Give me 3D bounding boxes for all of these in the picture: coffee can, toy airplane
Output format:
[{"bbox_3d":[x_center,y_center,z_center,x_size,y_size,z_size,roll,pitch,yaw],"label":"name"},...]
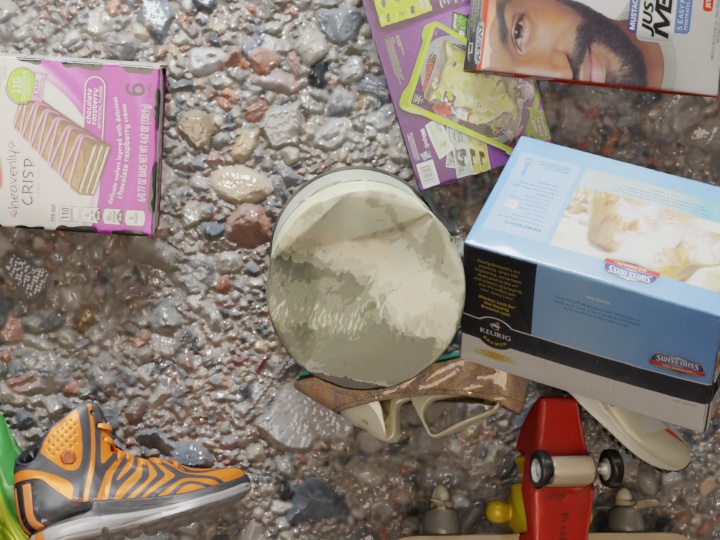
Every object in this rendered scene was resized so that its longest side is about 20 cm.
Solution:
[{"bbox_3d":[0.000,0.000,1.264,0.145,0.200,0.148,0,98,-2],"label":"coffee can"},{"bbox_3d":[0.148,0.226,1.335,0.199,0.141,0.200,-44,107,-6],"label":"toy airplane"}]

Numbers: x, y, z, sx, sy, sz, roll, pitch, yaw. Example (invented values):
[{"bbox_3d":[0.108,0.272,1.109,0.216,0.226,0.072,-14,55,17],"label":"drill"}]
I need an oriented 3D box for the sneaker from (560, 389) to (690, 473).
[{"bbox_3d":[0.215,0.079,1.350,0.200,0.070,0.093,42,99,-4],"label":"sneaker"}]

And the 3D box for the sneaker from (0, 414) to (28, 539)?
[{"bbox_3d":[-0.261,0.201,1.357,0.083,0.074,0.201,-32,94,-28],"label":"sneaker"}]

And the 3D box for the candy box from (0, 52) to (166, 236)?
[{"bbox_3d":[-0.258,-0.103,1.308,0.198,0.061,0.138,3,99,-2],"label":"candy box"}]

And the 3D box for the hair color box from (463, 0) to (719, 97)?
[{"bbox_3d":[0.187,-0.202,1.298,0.198,0.064,0.112,4,96,-11],"label":"hair color box"}]

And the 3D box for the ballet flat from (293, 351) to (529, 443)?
[{"bbox_3d":[0.040,0.104,1.326,0.198,0.068,0.068,-9,79,18],"label":"ballet flat"}]

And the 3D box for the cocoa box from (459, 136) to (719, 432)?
[{"bbox_3d":[0.188,0.008,1.232,0.198,0.134,0.132,16,138,18],"label":"cocoa box"}]

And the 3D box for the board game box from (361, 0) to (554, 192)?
[{"bbox_3d":[0.074,-0.177,1.330,0.119,0.032,0.202,-16,99,3],"label":"board game box"}]

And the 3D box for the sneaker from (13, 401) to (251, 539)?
[{"bbox_3d":[-0.186,0.157,1.327,0.199,0.078,0.113,-7,70,-35],"label":"sneaker"}]
